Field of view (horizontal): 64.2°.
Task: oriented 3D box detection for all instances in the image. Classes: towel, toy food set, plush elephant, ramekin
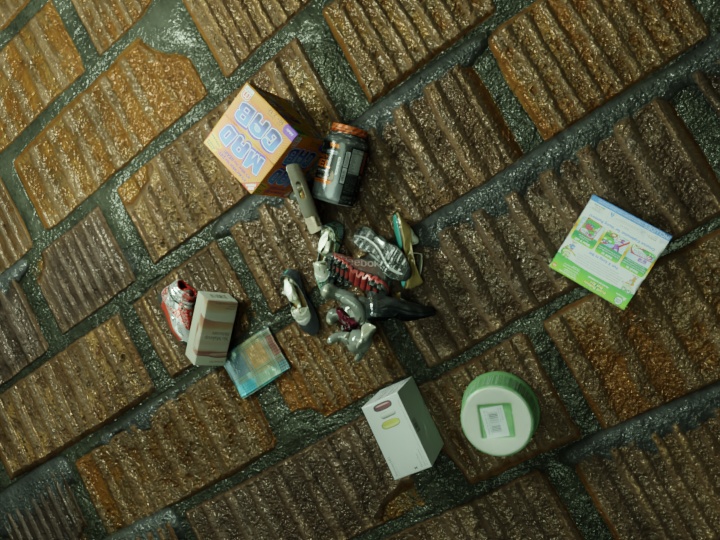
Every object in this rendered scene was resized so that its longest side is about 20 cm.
[{"bbox_3d":[-0.315,0.276,1.712,0.199,0.022,0.148,-34,83,19],"label":"towel"},{"bbox_3d":[-0.156,-0.184,1.526,0.060,0.200,0.145,-20,83,-2],"label":"toy food set"},{"bbox_3d":[-0.021,0.153,1.514,0.198,0.165,0.156,11,53,4],"label":"plush elephant"},{"bbox_3d":[0.345,0.363,1.436,0.198,0.098,0.203,2,95,20],"label":"ramekin"}]

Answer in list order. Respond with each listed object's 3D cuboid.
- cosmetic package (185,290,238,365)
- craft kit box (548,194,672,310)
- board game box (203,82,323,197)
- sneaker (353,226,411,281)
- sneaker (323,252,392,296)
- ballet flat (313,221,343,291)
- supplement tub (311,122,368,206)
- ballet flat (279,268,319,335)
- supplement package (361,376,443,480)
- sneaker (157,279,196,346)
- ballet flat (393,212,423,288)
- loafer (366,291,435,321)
[{"bbox_3d":[-0.439,0.171,1.693,0.087,0.103,0.202,27,108,52],"label":"cosmetic package"},{"bbox_3d":[0.582,-0.044,1.347,0.199,0.048,0.199,33,102,15],"label":"craft kit box"},{"bbox_3d":[-0.248,-0.341,1.542,0.200,0.200,0.200,46,107,11],"label":"board game box"},{"bbox_3d":[0.070,-0.043,1.492,0.074,0.080,0.200,-52,57,13],"label":"sneaker"},{"bbox_3d":[0.000,0.000,1.537,0.199,0.098,0.071,27,138,13],"label":"sneaker"},{"bbox_3d":[-0.099,-0.037,1.582,0.073,0.074,0.202,12,97,19],"label":"ballet flat"},{"bbox_3d":[-0.051,-0.279,1.517,0.121,0.122,0.202,17,99,18],"label":"supplement tub"},{"bbox_3d":[-0.178,0.093,1.622,0.072,0.073,0.202,-22,87,20],"label":"ballet flat"},{"bbox_3d":[0.113,0.406,1.494,0.110,0.156,0.202,-28,85,20],"label":"supplement package"},{"bbox_3d":[-0.536,0.126,1.756,0.108,0.067,0.202,-36,79,21],"label":"sneaker"},{"bbox_3d":[0.128,-0.055,1.511,0.062,0.069,0.203,-8,94,-8],"label":"ballet flat"},{"bbox_3d":[0.106,0.090,1.473,0.073,0.198,0.073,-28,62,56],"label":"loafer"}]
